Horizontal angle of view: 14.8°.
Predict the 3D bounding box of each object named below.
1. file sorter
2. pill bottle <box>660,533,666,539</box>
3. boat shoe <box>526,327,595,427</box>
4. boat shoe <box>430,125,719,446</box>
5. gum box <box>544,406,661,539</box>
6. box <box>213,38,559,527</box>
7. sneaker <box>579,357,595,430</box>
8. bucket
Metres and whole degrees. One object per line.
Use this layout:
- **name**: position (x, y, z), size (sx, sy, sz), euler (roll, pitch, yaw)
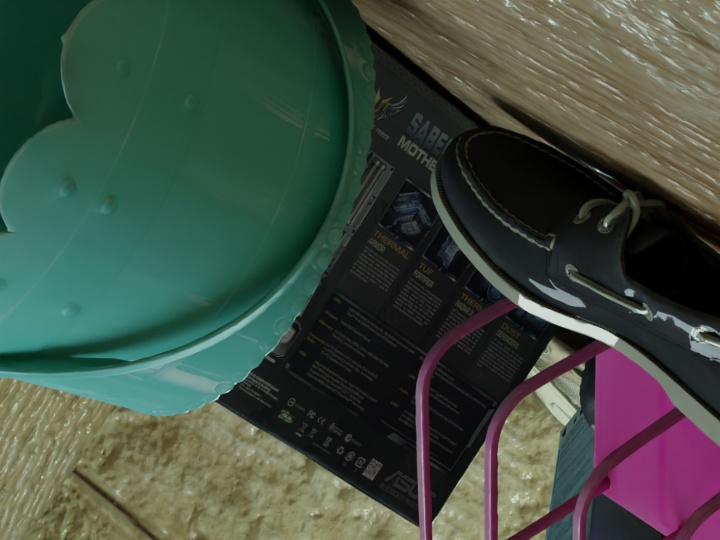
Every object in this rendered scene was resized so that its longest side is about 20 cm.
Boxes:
- **file sorter**: position (0.127, 0.099, 1.080), size (0.200, 0.125, 0.140), euler (33, 138, 39)
- **pill bottle**: position (0.241, 0.138, 1.237), size (0.199, 0.112, 0.112), euler (35, 178, -16)
- **boat shoe**: position (0.089, 0.006, 1.444), size (0.200, 0.071, 0.064), euler (43, 141, -14)
- **boat shoe**: position (0.108, -0.005, 1.017), size (0.200, 0.072, 0.063), euler (39, 138, 27)
- **gum box**: position (0.166, 0.150, 1.311), size (0.169, 0.045, 0.200), euler (36, -159, -6)
- **box**: position (0.000, 0.000, 1.169), size (0.200, 0.158, 0.051), euler (34, 179, -43)
- **sneaker**: position (0.193, 0.074, 1.311), size (0.199, 0.075, 0.087), euler (21, 177, -40)
- **bucket**: position (-0.099, -0.052, 0.996), size (0.134, 0.208, 0.207), euler (23, -175, -33)
